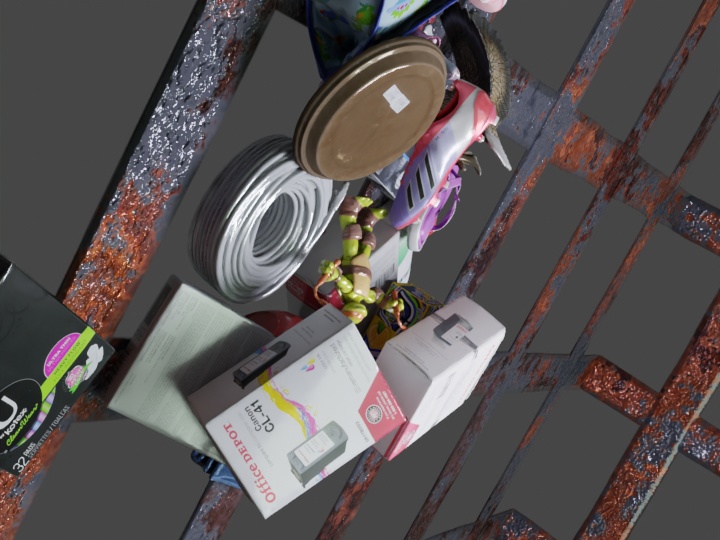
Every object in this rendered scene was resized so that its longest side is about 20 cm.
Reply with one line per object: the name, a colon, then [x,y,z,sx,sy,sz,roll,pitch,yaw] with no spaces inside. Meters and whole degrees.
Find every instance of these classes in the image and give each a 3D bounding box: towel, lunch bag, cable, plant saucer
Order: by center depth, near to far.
lunch bag: [0.029,-0.310,1.266,0.170,0.127,0.201,-40,162,-34]
plant saucer: [0.016,-0.168,1.275,0.199,0.030,0.201,-29,153,-16]
cable: [-0.112,-0.061,1.344,0.201,0.069,0.200,-60,155,5]
towel: [-0.159,0.252,1.647,0.112,0.048,0.200,-56,155,-6]

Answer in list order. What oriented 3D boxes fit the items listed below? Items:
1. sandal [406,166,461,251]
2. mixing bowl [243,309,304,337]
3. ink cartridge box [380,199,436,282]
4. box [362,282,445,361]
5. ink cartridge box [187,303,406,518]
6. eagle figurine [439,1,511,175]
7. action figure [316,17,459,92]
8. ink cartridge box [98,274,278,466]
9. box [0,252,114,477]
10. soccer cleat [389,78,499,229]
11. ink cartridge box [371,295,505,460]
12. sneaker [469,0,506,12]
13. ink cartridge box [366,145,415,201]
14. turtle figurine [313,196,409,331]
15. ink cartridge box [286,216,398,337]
sandal: [0.117,-0.096,1.686,0.083,0.049,0.204,89,22,-48]
mixing bowl: [-0.117,0.122,1.441,0.200,0.199,0.109,-45,124,-25]
ink cartridge box: [0.072,-0.053,1.730,0.200,0.050,0.162,-38,149,-33]
box: [0.033,0.118,1.595,0.201,0.064,0.070,-62,157,11]
ink cartridge box: [-0.070,0.157,1.319,0.199,0.086,0.149,-34,114,-12]
eagle figurine: [0.141,-0.236,1.530,0.150,0.152,0.202,16,101,-29]
action figure: [0.034,-0.241,1.414,0.202,0.148,0.134,-68,-169,-22]
ink cartridge box: [-0.172,0.122,1.339,0.199,0.057,0.164,32,90,-31]
box: [-0.333,0.061,1.001,0.149,0.124,0.200,-53,155,-12]
soccer cleat: [0.089,-0.144,1.453,0.201,0.076,0.067,-52,-165,11]
ink cartridge box: [0.087,0.135,1.519,0.199,0.085,0.147,-24,148,-51]
sneaker: [0.112,-0.355,1.413,0.105,0.075,0.200,-57,149,-12]
ink cartridge box: [0.046,-0.159,1.566,0.100,0.039,0.200,-57,155,-1]
turtle figurine: [0.000,0.000,1.443,0.199,0.064,0.163,23,66,-48]
ink cartridge box: [-0.023,0.034,1.584,0.147,0.085,0.201,-43,154,-30]
